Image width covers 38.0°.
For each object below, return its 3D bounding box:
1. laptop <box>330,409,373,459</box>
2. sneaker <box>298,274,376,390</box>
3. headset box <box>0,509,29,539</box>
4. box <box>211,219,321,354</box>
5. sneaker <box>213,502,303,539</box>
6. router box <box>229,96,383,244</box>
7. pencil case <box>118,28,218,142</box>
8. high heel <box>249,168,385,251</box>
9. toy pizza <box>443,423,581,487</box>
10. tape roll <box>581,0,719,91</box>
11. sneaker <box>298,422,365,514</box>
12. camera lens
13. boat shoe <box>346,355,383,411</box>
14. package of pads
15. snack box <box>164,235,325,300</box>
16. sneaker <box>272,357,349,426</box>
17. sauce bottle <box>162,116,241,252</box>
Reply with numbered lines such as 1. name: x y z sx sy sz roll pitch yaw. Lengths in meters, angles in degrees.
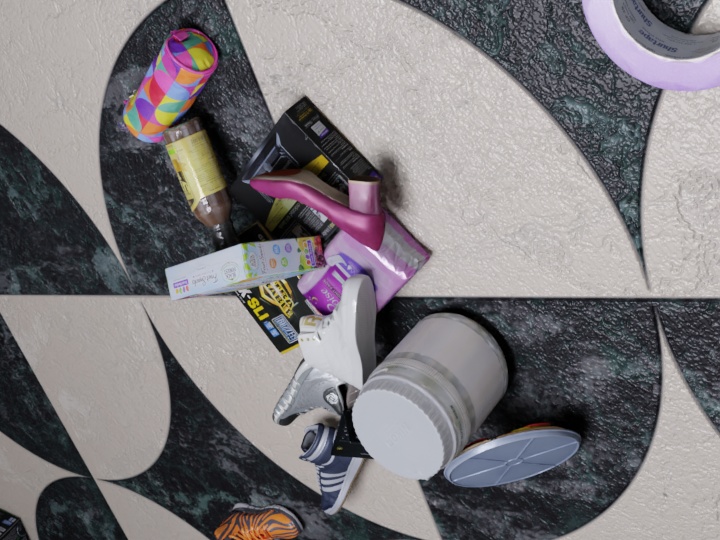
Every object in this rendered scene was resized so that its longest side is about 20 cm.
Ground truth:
1. laptop: 0.053 0.273 1.569 0.174 0.104 0.201 7 139 -7
2. sneaker: -0.039 0.078 1.465 0.114 0.074 0.202 18 133 20
3. headset box: -0.988 0.758 2.870 0.172 0.093 0.202 11 129 32
4. box: -0.129 0.021 1.626 0.159 0.049 0.201 -26 104 49
5. sneaker: -0.205 0.517 2.029 0.198 0.112 0.078 -10 116 43
6. router box: -0.080 -0.121 1.469 0.157 0.052 0.200 46 138 -1
7. pencil case: -0.278 -0.263 1.498 0.089 0.088 0.200 48 137 -4
8. high heel: -0.061 -0.080 1.386 0.198 0.067 0.098 9 111 29
9. toy pizza: 0.211 0.254 1.463 0.200 0.198 0.032 -50 45 48
10. tape roll: 0.318 -0.280 1.013 0.198 0.066 0.202 22 134 24
11. sneaker: -0.062 0.333 1.776 0.107 0.071 0.201 17 130 -7
12. camera lens: 0.099 0.167 1.435 0.158 0.200 0.162 20 130 26
13. boat shoe: 0.014 0.191 1.614 0.073 0.074 0.202 0 137 -2
14. package of pads: 0.000 0.000 1.484 0.121 0.076 0.200 46 139 3
15. snack box: -0.166 -0.003 1.484 0.199 0.141 0.054 -15 86 47
16. sneaker: -0.070 0.221 1.717 0.115 0.075 0.201 36 137 7
17. sauce bottle: -0.226 -0.119 1.526 0.064 0.064 0.202 -11 103 43
